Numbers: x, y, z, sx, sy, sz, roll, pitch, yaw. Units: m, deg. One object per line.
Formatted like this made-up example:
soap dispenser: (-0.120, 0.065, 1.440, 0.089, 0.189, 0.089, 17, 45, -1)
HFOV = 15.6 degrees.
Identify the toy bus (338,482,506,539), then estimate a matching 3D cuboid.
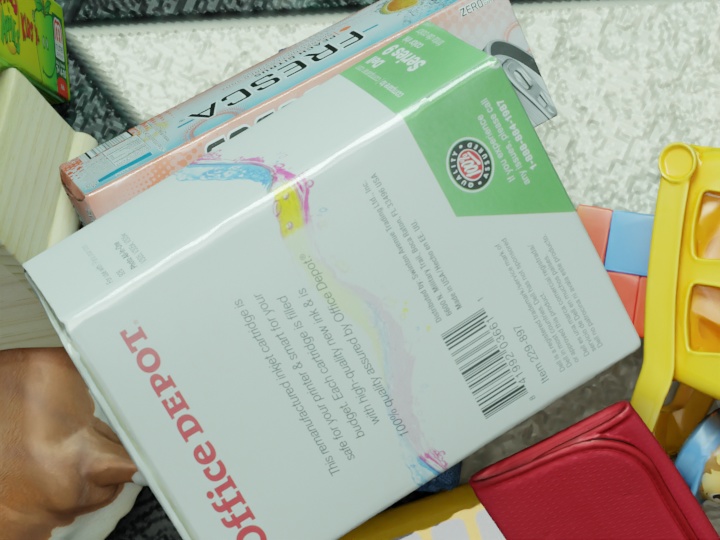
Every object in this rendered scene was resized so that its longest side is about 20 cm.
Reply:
toy bus: (0.007, 0.149, 1.163, 0.200, 0.065, 0.078, -19, 85, 4)

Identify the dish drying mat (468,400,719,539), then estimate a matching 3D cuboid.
dish drying mat: (0.126, 0.143, 1.117, 0.077, 0.018, 0.200, -27, 121, 13)

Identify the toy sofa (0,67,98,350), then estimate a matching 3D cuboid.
toy sofa: (-0.212, -0.014, 1.161, 0.200, 0.098, 0.083, -10, 52, 27)

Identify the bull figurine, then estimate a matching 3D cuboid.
bull figurine: (-0.127, 0.061, 1.183, 0.121, 0.065, 0.200, -5, 87, 4)

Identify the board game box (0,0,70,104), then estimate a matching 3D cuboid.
board game box: (-0.196, -0.104, 1.132, 0.102, 0.200, 0.048, -5, 85, 5)

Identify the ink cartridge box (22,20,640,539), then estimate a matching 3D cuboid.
ink cartridge box: (-0.013, 0.015, 1.054, 0.200, 0.088, 0.145, -33, 115, -8)

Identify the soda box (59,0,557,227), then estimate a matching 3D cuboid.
soda box: (-0.023, -0.054, 1.112, 0.200, 0.064, 0.068, -28, 110, -8)

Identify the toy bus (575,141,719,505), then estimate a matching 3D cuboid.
toy bus: (0.168, 0.037, 1.130, 0.192, 0.136, 0.200, 5, 89, 19)

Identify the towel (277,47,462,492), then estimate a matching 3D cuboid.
towel: (0.000, 0.000, 1.166, 0.112, 0.049, 0.200, 5, 71, 4)
